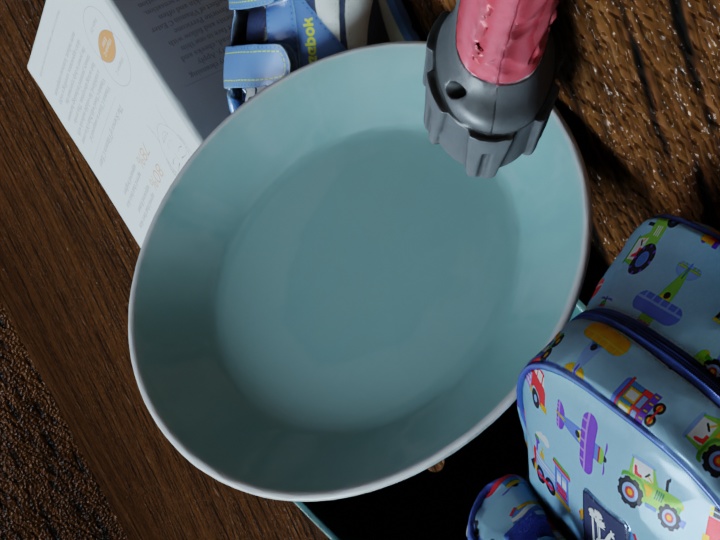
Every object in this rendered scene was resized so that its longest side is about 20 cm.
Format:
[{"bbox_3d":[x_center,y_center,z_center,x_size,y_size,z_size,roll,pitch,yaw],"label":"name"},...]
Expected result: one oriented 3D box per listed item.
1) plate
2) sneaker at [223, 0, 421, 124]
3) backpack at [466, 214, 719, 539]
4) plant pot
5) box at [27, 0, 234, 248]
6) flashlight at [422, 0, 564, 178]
[{"bbox_3d":[0.000,0.000,0.806,0.200,0.200,0.026,46,179,38],"label":"plate"},{"bbox_3d":[-0.026,-0.103,0.888,0.201,0.082,0.074,63,166,-12],"label":"sneaker"},{"bbox_3d":[0.122,0.092,0.709,0.182,0.134,0.201,42,157,43],"label":"backpack"},{"bbox_3d":[0.031,0.070,0.923,0.141,0.141,0.200,45,173,-2],"label":"plant pot"},{"bbox_3d":[-0.065,-0.069,1.001,0.201,0.097,0.125,57,152,12],"label":"box"},{"bbox_3d":[0.052,-0.091,0.685,0.068,0.067,0.200,50,163,15],"label":"flashlight"}]
